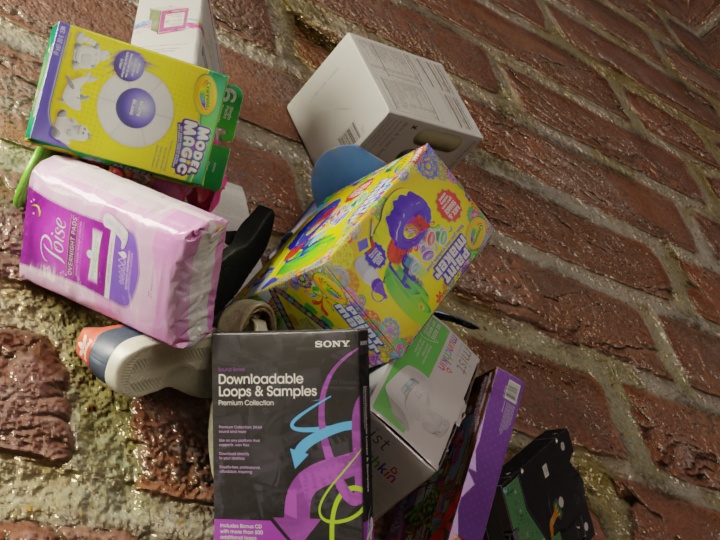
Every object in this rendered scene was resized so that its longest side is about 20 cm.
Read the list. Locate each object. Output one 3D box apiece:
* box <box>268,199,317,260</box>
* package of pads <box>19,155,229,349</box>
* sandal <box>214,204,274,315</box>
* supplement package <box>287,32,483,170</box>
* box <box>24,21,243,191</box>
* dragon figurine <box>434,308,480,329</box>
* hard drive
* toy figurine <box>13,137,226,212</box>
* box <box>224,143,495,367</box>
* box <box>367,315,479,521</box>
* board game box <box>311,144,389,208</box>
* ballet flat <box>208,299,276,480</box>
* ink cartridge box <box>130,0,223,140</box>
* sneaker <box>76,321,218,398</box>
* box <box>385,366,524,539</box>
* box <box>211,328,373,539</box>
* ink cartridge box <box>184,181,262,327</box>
[{"bbox_3d":[-0.016,-0.044,1.413,0.121,0.032,0.200,41,53,-7],"label":"box"},{"bbox_3d":[-0.220,-0.020,1.053,0.199,0.121,0.076,22,22,23],"label":"package of pads"},{"bbox_3d":[-0.142,-0.012,1.178,0.048,0.076,0.201,19,26,6],"label":"sandal"},{"bbox_3d":[0.035,-0.211,1.610,0.199,0.152,0.151,7,48,-45],"label":"supplement package"},{"bbox_3d":[-0.214,-0.155,1.111,0.199,0.118,0.048,14,-2,-25],"label":"box"},{"bbox_3d":[0.037,0.036,1.340,0.200,0.059,0.099,41,57,6],"label":"dragon figurine"},{"bbox_3d":[0.204,0.279,1.306,0.200,0.038,0.141,-23,98,-57],"label":"hard drive"},{"bbox_3d":[-0.231,-0.109,1.177,0.183,0.150,0.201,27,57,-9],"label":"toy figurine"},{"bbox_3d":[0.000,0.000,1.175,0.122,0.192,0.200,50,52,-14],"label":"box"},{"bbox_3d":[0.015,0.160,1.141,0.097,0.176,0.200,42,32,-5],"label":"box"},{"bbox_3d":[0.039,-0.073,1.275,0.199,0.158,0.039,31,56,8],"label":"board game box"},{"bbox_3d":[-0.107,0.125,1.071,0.067,0.062,0.202,4,78,-39],"label":"ballet flat"},{"bbox_3d":[-0.215,-0.228,1.340,0.084,0.145,0.201,-4,43,2],"label":"ink cartridge box"},{"bbox_3d":[-0.192,0.077,1.105,0.084,0.075,0.200,25,6,29],"label":"sneaker"},{"bbox_3d":[0.091,0.208,1.146,0.039,0.137,0.201,30,57,-15],"label":"box"},{"bbox_3d":[-0.062,0.153,1.012,0.036,0.142,0.202,13,75,-73],"label":"box"},{"bbox_3d":[-0.169,-0.023,1.258,0.108,0.050,0.201,18,40,-36],"label":"ink cartridge box"}]
